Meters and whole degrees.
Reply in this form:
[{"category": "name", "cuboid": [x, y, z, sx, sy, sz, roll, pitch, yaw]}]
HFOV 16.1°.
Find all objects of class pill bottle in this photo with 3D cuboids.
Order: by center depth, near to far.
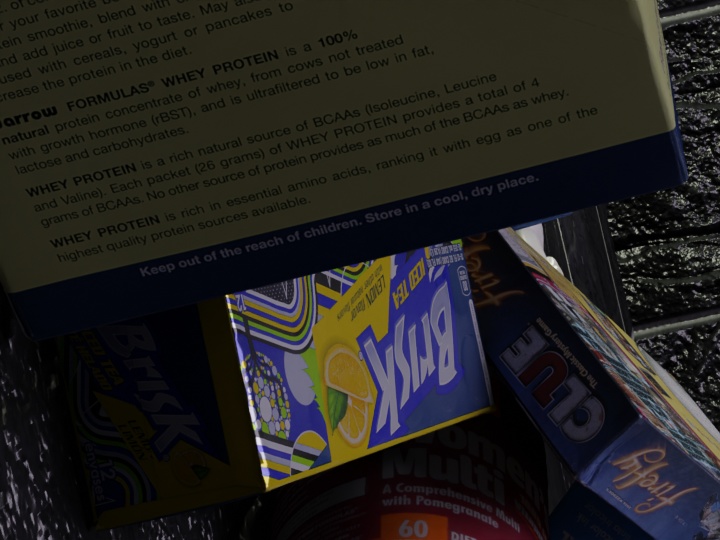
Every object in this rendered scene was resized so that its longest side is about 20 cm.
[{"category": "pill bottle", "cuboid": [0.019, 0.095, 0.991, 0.200, 0.109, 0.110, -88, 162, -55]}]

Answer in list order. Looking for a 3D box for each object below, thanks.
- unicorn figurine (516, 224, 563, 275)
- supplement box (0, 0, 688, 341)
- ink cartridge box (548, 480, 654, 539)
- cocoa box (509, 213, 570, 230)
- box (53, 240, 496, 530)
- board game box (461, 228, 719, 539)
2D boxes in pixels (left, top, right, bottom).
[{"category": "unicorn figurine", "cuboid": [0.055, -0.012, 1.257, 0.200, 0.074, 0.138, 88, -22, -65]}, {"category": "supplement box", "cuboid": [-0.031, -0.116, 0.709, 0.134, 0.200, 0.200, -91, 164, -52]}, {"category": "ink cartridge box", "cuboid": [0.064, 0.187, 1.070, 0.067, 0.200, 0.116, 38, 1, 14]}, {"category": "cocoa box", "cuboid": [0.006, -0.105, 1.064, 0.133, 0.131, 0.201, -38, 115, -87]}, {"category": "box", "cuboid": [-0.022, 0.032, 0.849, 0.200, 0.064, 0.070, -11, 88, -67]}, {"category": "board game box", "cuboid": [0.105, 0.059, 1.004, 0.200, 0.035, 0.136, 39, 12, -49]}]
